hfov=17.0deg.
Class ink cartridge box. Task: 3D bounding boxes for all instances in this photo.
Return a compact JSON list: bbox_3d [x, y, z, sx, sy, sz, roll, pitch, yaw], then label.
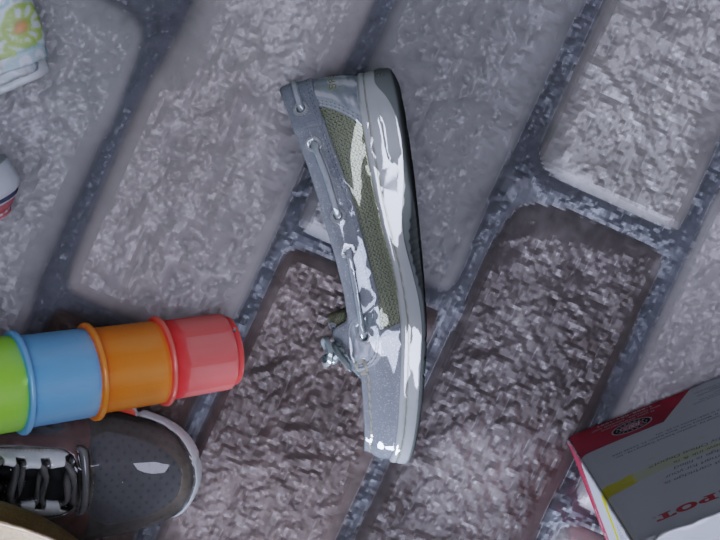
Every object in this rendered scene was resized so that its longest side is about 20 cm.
[{"bbox_3d":[0.197,0.120,1.209,0.144,0.200,0.084,-20,102,0],"label":"ink cartridge box"}]

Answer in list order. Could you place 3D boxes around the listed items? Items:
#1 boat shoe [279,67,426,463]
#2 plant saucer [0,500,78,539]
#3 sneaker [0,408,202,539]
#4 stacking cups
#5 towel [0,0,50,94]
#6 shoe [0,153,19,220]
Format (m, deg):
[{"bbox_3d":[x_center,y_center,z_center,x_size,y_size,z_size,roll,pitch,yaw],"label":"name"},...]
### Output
[{"bbox_3d":[0.000,-0.001,1.239,0.064,0.074,0.203,-5,97,3],"label":"boat shoe"},{"bbox_3d":[-0.208,0.169,1.232,0.199,0.036,0.201,1,138,1],"label":"plant saucer"},{"bbox_3d":[-0.181,0.111,1.239,0.199,0.082,0.078,1,101,-4],"label":"sneaker"},{"bbox_3d":[-0.158,0.052,1.219,0.199,0.060,0.061,-9,103,-28],"label":"stacking cups"},{"bbox_3d":[-0.264,-0.156,1.187,0.170,0.048,0.201,-24,99,-12],"label":"towel"},{"bbox_3d":[-0.251,0.017,1.226,0.199,0.072,0.091,-24,104,6],"label":"shoe"}]
